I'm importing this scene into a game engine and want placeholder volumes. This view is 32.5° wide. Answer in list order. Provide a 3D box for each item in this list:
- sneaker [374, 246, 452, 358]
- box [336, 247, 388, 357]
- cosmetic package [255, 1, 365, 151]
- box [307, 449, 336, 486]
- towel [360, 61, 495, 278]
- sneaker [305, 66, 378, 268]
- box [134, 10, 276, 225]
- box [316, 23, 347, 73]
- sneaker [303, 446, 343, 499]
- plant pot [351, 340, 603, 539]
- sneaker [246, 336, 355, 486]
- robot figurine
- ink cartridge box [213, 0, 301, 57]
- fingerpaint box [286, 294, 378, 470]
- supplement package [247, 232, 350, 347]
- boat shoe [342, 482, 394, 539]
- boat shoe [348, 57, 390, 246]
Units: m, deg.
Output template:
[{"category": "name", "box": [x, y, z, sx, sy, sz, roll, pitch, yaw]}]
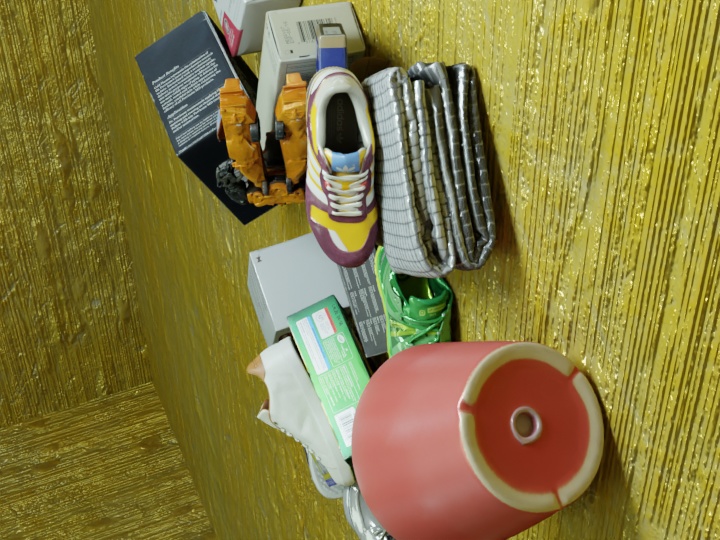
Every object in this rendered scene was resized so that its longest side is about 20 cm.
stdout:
[{"category": "sneaker", "box": [0.064, 0.056, 1.328, 0.084, 0.073, 0.202, 148, 105, -74]}, {"category": "box", "box": [0.000, 0.000, 1.448, 0.158, 0.049, 0.202, 79, 174, -86]}, {"category": "cosmetic package", "box": [-0.062, -0.214, 1.431, 0.201, 0.102, 0.074, 109, 148, -60]}, {"category": "box", "box": [-0.060, 0.196, 1.704, 0.202, 0.048, 0.117, 62, 157, 5]}, {"category": "towel", "box": [0.063, -0.097, 1.177, 0.166, 0.084, 0.203, -166, 66, -79]}, {"category": "sneaker", "box": [-0.020, -0.092, 1.197, 0.090, 0.074, 0.203, -110, 11, -73]}, {"category": "box", "box": [-0.184, -0.205, 1.680, 0.200, 0.123, 0.198, 49, -167, -55]}, {"category": "box", "box": [-0.029, -0.150, 1.290, 0.121, 0.032, 0.203, -102, 9, -74]}, {"category": "sneaker", "box": [-0.052, 0.245, 1.855, 0.079, 0.077, 0.203, 130, 135, -65]}, {"category": "plant pot", "box": [0.110, 0.149, 1.097, 0.177, 0.198, 0.203, -32, 74, 64]}, {"category": "sneaker", "box": [-0.077, 0.188, 1.541, 0.202, 0.084, 0.073, 63, -179, -4]}, {"category": "robot figurine", "box": [-0.099, -0.140, 1.408, 0.201, 0.143, 0.059, 87, 180, -61]}, {"category": "ink cartridge box", "box": [-0.151, -0.401, 1.586, 0.148, 0.085, 0.202, 122, 128, -68]}, {"category": "fingerpaint box", "box": [-0.006, 0.155, 1.554, 0.167, 0.073, 0.202, 58, -173, -63]}, {"category": "supplement package", "box": [-0.085, 0.031, 1.668, 0.200, 0.112, 0.111, 115, 136, -77]}, {"category": "boat shoe", "box": [0.035, 0.377, 1.712, 0.066, 0.071, 0.202, -25, 82, 68]}, {"category": "boat shoe", "box": [0.022, -0.124, 1.322, 0.063, 0.072, 0.203, 145, 120, -80]}]
